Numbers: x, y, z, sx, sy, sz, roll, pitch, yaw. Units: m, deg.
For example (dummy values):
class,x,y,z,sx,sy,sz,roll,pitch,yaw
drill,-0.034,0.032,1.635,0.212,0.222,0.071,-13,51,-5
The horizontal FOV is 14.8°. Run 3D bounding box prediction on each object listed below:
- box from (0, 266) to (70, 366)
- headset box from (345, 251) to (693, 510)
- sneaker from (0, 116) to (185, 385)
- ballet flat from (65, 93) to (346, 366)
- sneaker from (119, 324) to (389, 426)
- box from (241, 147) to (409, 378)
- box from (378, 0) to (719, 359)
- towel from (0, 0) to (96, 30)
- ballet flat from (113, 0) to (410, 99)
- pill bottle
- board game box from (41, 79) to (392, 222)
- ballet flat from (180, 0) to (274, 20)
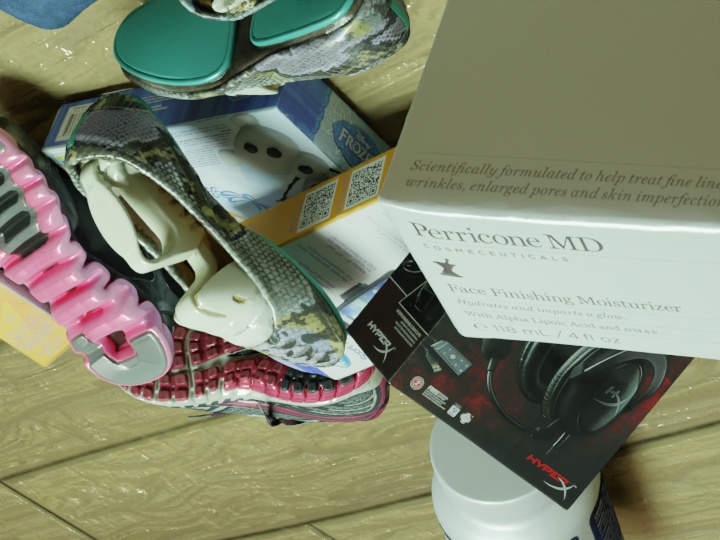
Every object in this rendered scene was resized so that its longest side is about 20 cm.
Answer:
class,x,y,z,sx,sy,sz,roll,pitch,yaw
box,-0.263,-0.035,1.762,0.200,0.119,0.041,35,118,-27
headset box,0.116,0.008,1.529,0.149,0.200,0.077,37,-173,-30
sneaker,-0.178,-0.024,1.739,0.079,0.095,0.200,-21,116,35
ballet flat,-0.094,-0.007,1.555,0.200,0.072,0.072,48,148,-6
sneaker,-0.077,0.073,1.878,0.199,0.081,0.075,6,152,25
box,0.000,0.000,1.623,0.119,0.042,0.200,36,141,-31
box,0.142,-0.073,1.330,0.198,0.200,0.131,5,150,28
towel,-0.162,-0.199,1.472,0.111,0.049,0.200,29,151,-17
ballet flat,-0.050,-0.123,1.516,0.200,0.072,0.072,-7,143,43
pill bottle,0.112,0.162,1.873,0.115,0.116,0.200,9,150,20
board game box,-0.057,-0.045,1.687,0.200,0.043,0.199,-7,142,41
ballet flat,-0.030,-0.172,1.398,0.074,0.074,0.200,31,150,-21
